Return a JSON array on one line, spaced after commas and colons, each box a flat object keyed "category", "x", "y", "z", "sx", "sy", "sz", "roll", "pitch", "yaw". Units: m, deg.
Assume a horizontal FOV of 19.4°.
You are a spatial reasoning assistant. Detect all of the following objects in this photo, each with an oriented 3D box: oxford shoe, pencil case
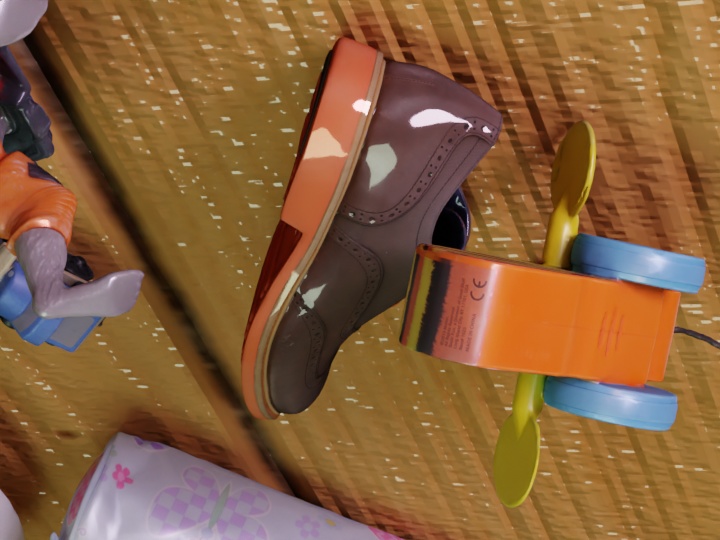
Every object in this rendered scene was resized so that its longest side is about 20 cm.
[{"category": "oxford shoe", "x": 0.000, "y": 0.000, "z": 0.800, "sx": 0.072, "sy": 0.071, "sz": 0.200, "roll": 16, "pitch": 143, "yaw": -3}, {"category": "pencil case", "x": -0.047, "y": 0.149, "z": 0.989, "sx": 0.200, "sy": 0.091, "sz": 0.083, "roll": 24, "pitch": 143, "yaw": -5}]

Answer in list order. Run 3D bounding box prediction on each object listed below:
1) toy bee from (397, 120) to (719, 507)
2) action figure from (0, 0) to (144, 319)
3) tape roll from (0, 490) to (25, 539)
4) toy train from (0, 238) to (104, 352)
[{"category": "toy bee", "x": 0.078, "y": 0.025, "z": 0.767, "sx": 0.200, "sy": 0.131, "sz": 0.109, "roll": 36, "pitch": 166, "yaw": -37}, {"category": "action figure", "x": -0.172, "y": -0.074, "z": 0.740, "sx": 0.193, "sy": 0.105, "sz": 0.200, "roll": 22, "pitch": 149, "yaw": 49}, {"category": "tape roll", "x": -0.269, "y": 0.134, "z": 1.027, "sx": 0.202, "sy": 0.071, "sz": 0.203, "roll": 12, "pitch": 143, "yaw": 9}, {"category": "toy train", "x": -0.178, "y": -0.013, "z": 0.843, "sx": 0.200, "sy": 0.046, "sz": 0.034, "roll": 27, "pitch": 111, "yaw": -36}]
